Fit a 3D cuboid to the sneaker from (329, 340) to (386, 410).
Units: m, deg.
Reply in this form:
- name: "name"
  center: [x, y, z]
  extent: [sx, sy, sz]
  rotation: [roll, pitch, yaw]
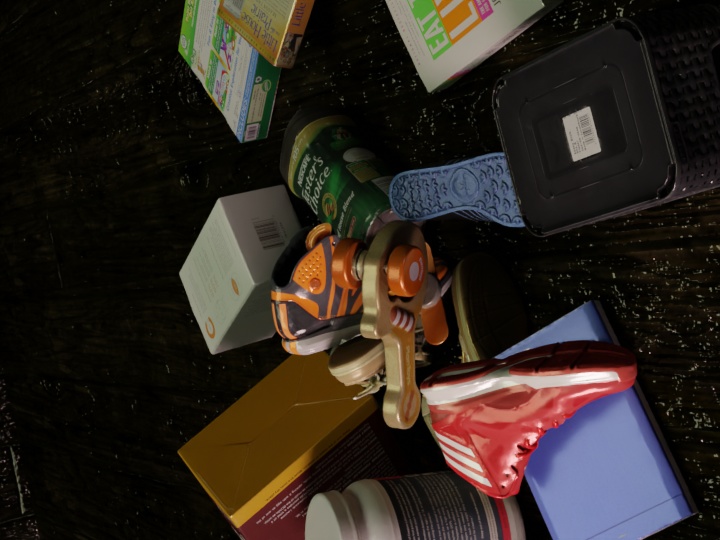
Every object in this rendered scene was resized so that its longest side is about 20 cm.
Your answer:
- name: "sneaker"
  center: [0.012, 0.079, 1.509]
  extent: [0.086, 0.077, 0.201]
  rotation: [44, 157, 32]

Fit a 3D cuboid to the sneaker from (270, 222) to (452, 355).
- name: "sneaker"
  center: [0.000, 0.000, 1.363]
  extent: [0.077, 0.198, 0.114]
  rotation: [18, 126, 59]

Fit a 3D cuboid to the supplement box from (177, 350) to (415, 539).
- name: "supplement box"
  center: [-0.059, 0.232, 1.510]
  extent: [0.133, 0.197, 0.201]
  rotation: [37, 162, 48]

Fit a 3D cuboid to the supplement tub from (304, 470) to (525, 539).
- name: "supplement tub"
  center: [0.055, 0.277, 1.372]
  extent: [0.140, 0.197, 0.143]
  rotation: [178, 90, -69]

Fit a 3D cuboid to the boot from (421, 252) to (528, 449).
- name: "boot"
  center: [0.109, 0.093, 1.355]
  extent: [0.155, 0.072, 0.203]
  rotation: [-25, 82, 62]

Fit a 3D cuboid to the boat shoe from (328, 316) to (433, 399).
- name: "boat shoe"
  center: [0.031, 0.089, 1.392]
  extent: [0.072, 0.199, 0.064]
  rotation: [-17, 93, 28]

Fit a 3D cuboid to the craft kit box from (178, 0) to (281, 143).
- name: "craft kit box"
  center: [-0.160, -0.300, 1.692]
  extent: [0.198, 0.048, 0.202]
  rotation: [53, 143, 32]

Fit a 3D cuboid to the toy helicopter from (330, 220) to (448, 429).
- name: "toy helicopter"
  center: [0.040, 0.051, 1.301]
  extent: [0.078, 0.132, 0.203]
  rotation: [6, 107, 30]

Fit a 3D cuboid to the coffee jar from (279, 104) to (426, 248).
- name: "coffee jar"
  center: [-0.013, -0.090, 1.475]
  extent: [0.200, 0.084, 0.105]
  rotation: [51, 142, 39]

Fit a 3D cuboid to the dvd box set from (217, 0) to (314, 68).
- name: "dvd box set"
  center: [-0.089, -0.348, 1.509]
  extent: [0.146, 0.029, 0.202]
  rotation: [44, 123, 43]

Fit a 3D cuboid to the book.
- name: "book"
  center: [0.099, -0.264, 1.252]
  extent: [0.200, 0.048, 0.135]
  rotation: [-31, 78, 58]

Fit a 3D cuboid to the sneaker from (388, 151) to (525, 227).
- name: "sneaker"
  center: [0.124, -0.079, 1.266]
  extent: [0.198, 0.077, 0.071]
  rotation: [3, 103, 38]

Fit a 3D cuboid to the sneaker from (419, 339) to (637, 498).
- name: "sneaker"
  center: [0.156, 0.132, 1.191]
  extent: [0.198, 0.078, 0.117]
  rotation: [-9, 102, 31]

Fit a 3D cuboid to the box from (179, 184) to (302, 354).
- name: "box"
  center: [-0.146, 0.001, 1.737]
  extent: [0.126, 0.096, 0.200]
  rotation: [65, 149, 18]

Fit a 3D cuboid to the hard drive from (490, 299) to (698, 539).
- name: "hard drive"
  center: [0.198, 0.147, 1.205]
  extent: [0.131, 0.025, 0.202]
  rotation: [-33, 71, 29]

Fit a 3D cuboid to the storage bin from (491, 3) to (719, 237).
- name: "storage bin"
  center: [0.204, -0.115, 1.074]
  extent: [0.199, 0.093, 0.137]
  rotation: [-18, 86, 62]
